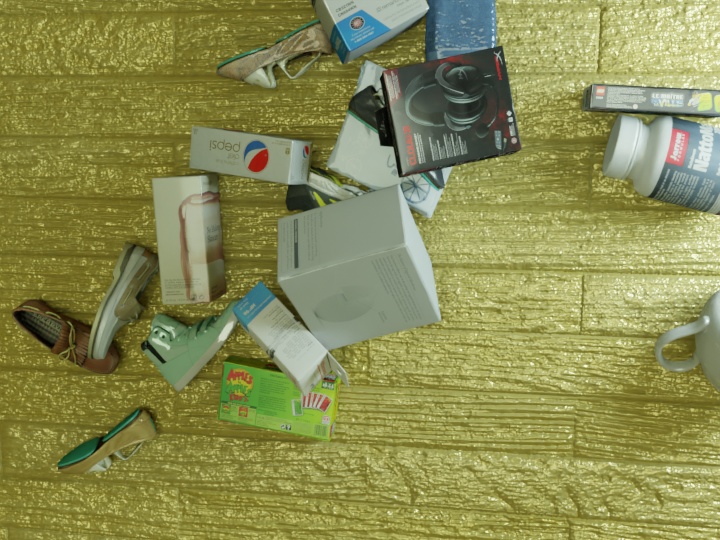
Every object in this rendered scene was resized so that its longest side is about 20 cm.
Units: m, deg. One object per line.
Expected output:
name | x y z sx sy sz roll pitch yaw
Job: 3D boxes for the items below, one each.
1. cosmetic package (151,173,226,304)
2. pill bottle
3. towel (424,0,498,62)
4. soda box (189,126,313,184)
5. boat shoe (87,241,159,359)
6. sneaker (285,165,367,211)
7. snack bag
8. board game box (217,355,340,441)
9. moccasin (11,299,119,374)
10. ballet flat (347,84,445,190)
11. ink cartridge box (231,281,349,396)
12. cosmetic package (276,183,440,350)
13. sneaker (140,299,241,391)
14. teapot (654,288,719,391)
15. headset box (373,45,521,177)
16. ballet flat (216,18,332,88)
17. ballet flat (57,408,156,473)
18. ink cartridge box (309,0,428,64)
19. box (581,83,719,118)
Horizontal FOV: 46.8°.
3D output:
cosmetic package | -0.277 -0.053 1.361 0.085 0.103 0.205 -3 99 8
pill bottle | 0.463 -0.159 1.215 0.196 0.120 0.122 15 100 7
towel | 0.152 -0.327 1.267 0.109 0.049 0.205 1 94 2
soda box | -0.174 -0.182 1.315 0.197 0.063 0.070 12 101 27
boat shoe | -0.396 0.057 1.393 0.067 0.075 0.204 20 84 -11
sneaker | -0.033 -0.096 1.337 0.198 0.074 0.086 31 108 13
snack bag | 0.059 -0.208 1.325 0.197 0.021 0.192 23 100 5
board game box | -0.137 0.214 1.402 0.196 0.048 0.104 9 99 8
moccasin | -0.506 0.116 1.433 0.200 0.078 0.074 36 99 1
ballet flat | 0.068 -0.211 1.279 0.199 0.073 0.073 42 102 4
ink cartridge box | -0.109 0.124 1.322 0.068 0.116 0.200 -42 74 -12
cosmetic package | 0.000 0.000 1.261 0.196 0.201 0.125 -13 51 13
sneaker | -0.285 0.098 1.394 0.118 0.074 0.201 42 105 -5
teapot | 0.571 0.125 1.225 0.200 0.195 0.148 47 145 29
headset box | 0.119 -0.225 1.207 0.196 0.077 0.152 -11 92 -2
ballet flat | -0.133 -0.329 1.317 0.197 0.068 0.068 -21 97 12
ballet flat | -0.443 0.317 1.460 0.198 0.069 0.064 -32 106 13
ink cartridge box | -0.008 -0.442 1.255 0.144 0.084 0.203 -29 93 -5
box | 0.429 -0.247 1.214 0.195 0.110 0.036 5 99 9
